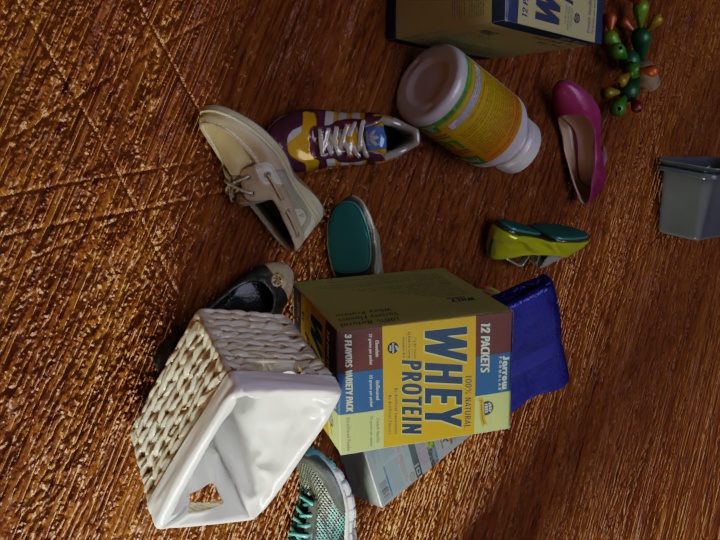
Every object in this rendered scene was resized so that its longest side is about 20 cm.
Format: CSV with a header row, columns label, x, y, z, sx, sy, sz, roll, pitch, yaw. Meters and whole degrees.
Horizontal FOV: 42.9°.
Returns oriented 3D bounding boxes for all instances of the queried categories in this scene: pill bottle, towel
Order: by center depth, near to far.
label,x,y,z,sx,sy,sz,roll,pitch,yaw
pill bottle,0.151,-0.205,1.219,0.199,0.111,0.112,26,77,-40
towel,0.206,0.106,1.246,0.147,0.050,0.201,-25,129,-10

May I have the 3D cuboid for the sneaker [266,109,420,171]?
label,x,y,z,sx,sy,sz,roll,pitch,yaw
sneaker,-0.020,-0.157,1.082,0.199,0.090,0.076,-16,104,-41

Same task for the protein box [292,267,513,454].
label,x,y,z,sx,sy,sz,roll,pitch,yaw
protein box,0.040,0.092,1.031,0.197,0.200,0.136,-5,105,-17

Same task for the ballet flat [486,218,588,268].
label,x,y,z,sx,sy,sz,roll,pitch,yaw
ballet flat,0.261,-0.037,1.375,0.199,0.067,0.067,3,113,-39

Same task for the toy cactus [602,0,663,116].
label,x,y,z,sx,sy,sz,roll,pitch,yaw
toy cactus,0.461,-0.344,1.511,0.165,0.102,0.202,19,73,-51

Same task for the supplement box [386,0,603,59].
label,x,y,z,sx,sy,sz,roll,pitch,yaw
supplement box,0.172,-0.357,1.164,0.199,0.199,0.135,-2,96,-42

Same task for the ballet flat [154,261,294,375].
label,x,y,z,sx,sy,sz,roll,pitch,yaw
ballet flat,-0.141,0.056,1.007,0.067,0.057,0.200,50,58,-3

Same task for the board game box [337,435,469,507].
label,x,y,z,sx,sy,sz,roll,pitch,yaw
board game box,0.058,0.188,1.202,0.199,0.064,0.148,-29,113,-36

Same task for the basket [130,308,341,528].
label,x,y,z,sx,sy,sz,roll,pitch,yaw
basket,-0.135,0.147,0.931,0.135,0.124,0.201,8,124,-42

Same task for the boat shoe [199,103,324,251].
label,x,y,z,sx,sy,sz,roll,pitch,yaw
boat shoe,-0.115,-0.100,1.017,0.200,0.072,0.065,50,61,-39

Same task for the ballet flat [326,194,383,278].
label,x,y,z,sx,sy,sz,roll,pitch,yaw
ballet flat,0.000,0.000,1.146,0.062,0.067,0.201,-40,127,-63

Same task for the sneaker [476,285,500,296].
label,x,y,z,sx,sy,sz,roll,pitch,yaw
sneaker,0.162,0.055,1.283,0.200,0.078,0.091,33,31,-37

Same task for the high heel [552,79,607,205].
label,x,y,z,sx,sy,sz,roll,pitch,yaw
high heel,0.333,-0.196,1.416,0.200,0.067,0.096,58,46,-44

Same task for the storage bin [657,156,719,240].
label,x,y,z,sx,sy,sz,roll,pitch,yaw
storage bin,0.630,-0.129,1.651,0.199,0.145,0.135,-9,110,-41

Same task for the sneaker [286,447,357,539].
label,x,y,z,sx,sy,sz,roll,pitch,yaw
sneaker,-0.054,0.314,1.107,0.091,0.077,0.201,-22,106,-35
